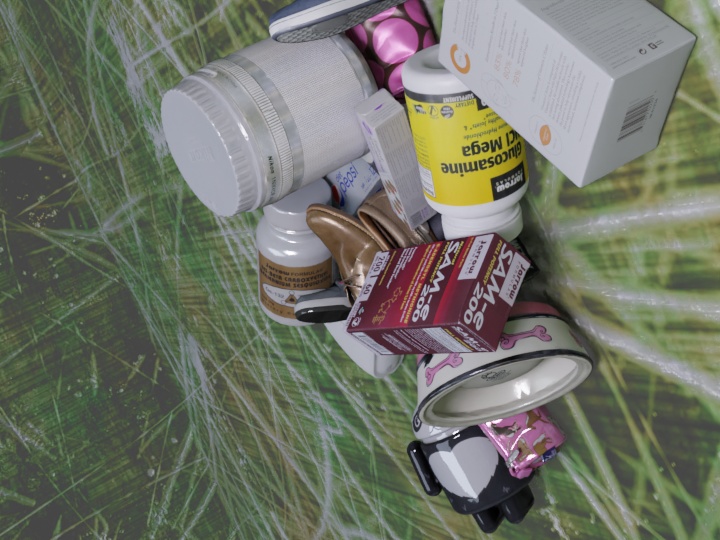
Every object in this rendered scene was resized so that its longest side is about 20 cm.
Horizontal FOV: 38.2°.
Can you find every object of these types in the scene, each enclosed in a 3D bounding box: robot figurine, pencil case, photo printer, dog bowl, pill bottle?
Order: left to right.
[{"bbox_3d":[-0.085,-0.030,1.412,0.114,0.114,0.200,45,147,35],"label":"pill bottle"},{"bbox_3d":[0.000,0.056,1.545,0.166,0.069,0.200,47,152,32],"label":"photo printer"},{"bbox_3d":[0.019,-0.274,1.132,0.200,0.094,0.091,63,157,-3],"label":"pencil case"},{"bbox_3d":[0.113,-0.127,1.070,0.112,0.112,0.200,30,141,51],"label":"pill bottle"},{"bbox_3d":[0.150,0.239,1.361,0.200,0.150,0.125,62,169,1],"label":"robot figurine"},{"bbox_3d":[0.163,0.156,1.273,0.200,0.083,0.087,52,-167,12],"label":"pencil case"},{"bbox_3d":[0.151,0.104,1.151,0.200,0.200,0.074,112,147,-60],"label":"dog bowl"}]

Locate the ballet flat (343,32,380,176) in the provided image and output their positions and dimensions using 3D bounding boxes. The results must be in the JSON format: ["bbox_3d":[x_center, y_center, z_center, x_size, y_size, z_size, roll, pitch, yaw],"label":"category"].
[{"bbox_3d":[0.006,-0.187,1.217,0.073,0.073,0.200,167,93,-66],"label":"ballet flat"}]

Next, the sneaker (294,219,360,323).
[{"bbox_3d":[-0.006,-0.004,1.361,0.084,0.200,0.121,-34,68,57],"label":"sneaker"}]

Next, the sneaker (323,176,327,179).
[{"bbox_3d":[-0.093,-0.198,1.444,0.200,0.070,0.080,-120,30,-41],"label":"sneaker"}]

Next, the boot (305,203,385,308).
[{"bbox_3d":[0.000,0.000,1.282,0.200,0.075,0.074,43,155,-10],"label":"boot"}]

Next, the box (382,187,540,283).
[{"bbox_3d":[0.108,-0.043,1.252,0.199,0.050,0.200,61,157,7],"label":"box"}]

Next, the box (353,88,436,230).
[{"bbox_3d":[0.041,-0.115,1.126,0.039,0.041,0.200,49,173,32],"label":"box"}]

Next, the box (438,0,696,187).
[{"bbox_3d":[0.170,-0.191,0.903,0.200,0.097,0.124,48,153,29],"label":"box"}]

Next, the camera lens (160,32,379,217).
[{"bbox_3d":[-0.089,-0.164,1.107,0.160,0.200,0.160,41,147,33],"label":"camera lens"}]

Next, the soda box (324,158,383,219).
[{"bbox_3d":[0.006,-0.123,1.353,0.068,0.063,0.200,59,156,9],"label":"soda box"}]

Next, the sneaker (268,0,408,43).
[{"bbox_3d":[-0.021,-0.323,1.040,0.146,0.202,0.077,64,173,-1],"label":"sneaker"}]

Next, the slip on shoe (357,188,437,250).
[{"bbox_3d":[0.069,-0.009,1.230,0.200,0.061,0.076,60,157,7],"label":"slip on shoe"}]

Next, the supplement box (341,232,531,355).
[{"bbox_3d":[0.076,0.029,1.095,0.061,0.109,0.200,36,155,-28],"label":"supplement box"}]
